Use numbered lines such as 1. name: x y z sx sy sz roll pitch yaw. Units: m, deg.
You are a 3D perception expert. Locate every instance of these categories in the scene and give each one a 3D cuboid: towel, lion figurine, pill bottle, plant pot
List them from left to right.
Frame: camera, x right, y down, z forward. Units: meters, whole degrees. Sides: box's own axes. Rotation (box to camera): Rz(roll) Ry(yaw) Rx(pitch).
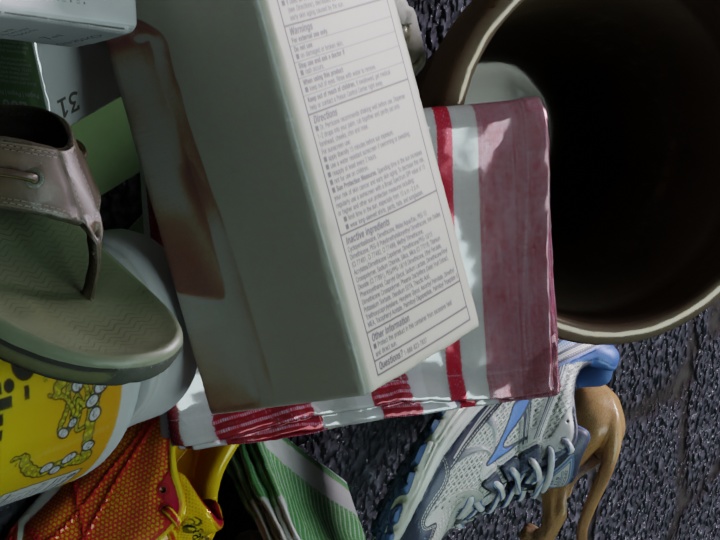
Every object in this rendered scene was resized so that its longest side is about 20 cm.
1. pill bottle: -0.157 0.039 0.731 0.199 0.112 0.114 -14 112 -53
2. towel: -0.006 0.163 0.954 0.023 0.200 0.153 -35 143 7
3. towel: 0.000 0.000 0.866 0.199 0.023 0.145 -7 97 -20
4. lion figurine: 0.108 0.066 1.103 0.072 0.200 0.123 -3 138 -51
5. plant pot: 0.100 -0.072 1.001 0.199 0.174 0.202 -3 98 -20

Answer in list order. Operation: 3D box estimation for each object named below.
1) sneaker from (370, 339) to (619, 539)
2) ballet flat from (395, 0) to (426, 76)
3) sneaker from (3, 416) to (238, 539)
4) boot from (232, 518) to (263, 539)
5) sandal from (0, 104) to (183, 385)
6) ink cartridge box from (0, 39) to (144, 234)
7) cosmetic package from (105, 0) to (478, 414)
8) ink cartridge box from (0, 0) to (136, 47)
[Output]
1. sneaker: 0.078 0.093 1.005 0.200 0.085 0.077 -54 176 -27
2. ballet flat: -0.007 -0.097 0.948 0.068 0.068 0.201 41 65 -62
3. sneaker: -0.111 0.124 0.864 0.201 0.077 0.073 -63 145 -14
4. boot: -0.053 0.182 0.934 0.200 0.067 0.131 77 6 -60
5. sandal: -0.138 -0.040 0.682 0.057 0.201 0.080 -43 174 34
6. ink cartridge box: -0.104 -0.091 0.830 0.145 0.048 0.201 -37 128 -45
7. cosmetic package: -0.031 -0.053 0.777 0.103 0.087 0.201 -24 102 -55
8. ink cartridge box: -0.160 -0.189 0.668 0.176 0.045 0.202 1 84 -52
